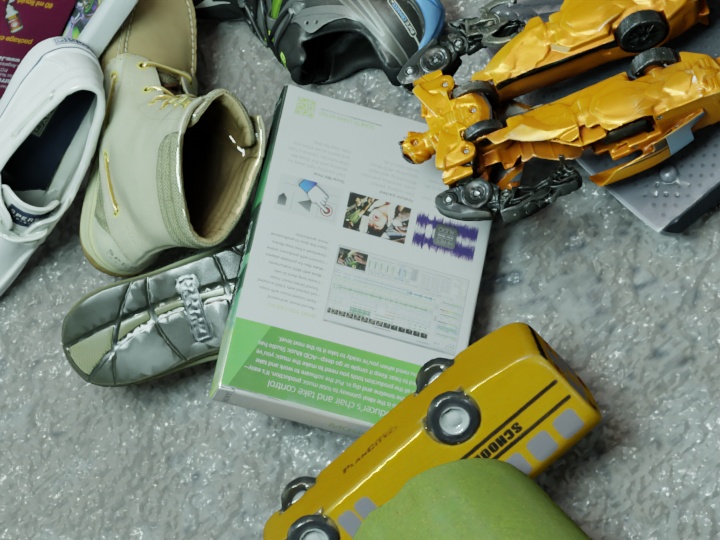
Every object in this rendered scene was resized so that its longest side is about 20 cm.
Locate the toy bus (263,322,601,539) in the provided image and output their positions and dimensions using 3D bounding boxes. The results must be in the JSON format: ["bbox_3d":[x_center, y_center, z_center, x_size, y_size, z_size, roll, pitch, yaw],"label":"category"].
[{"bbox_3d":[0.037,0.116,1.528,0.200,0.078,0.065,-42,17,8],"label":"toy bus"}]

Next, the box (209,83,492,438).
[{"bbox_3d":[0.000,0.000,1.599,0.144,0.036,0.201,15,67,-8],"label":"box"}]

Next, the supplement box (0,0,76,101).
[{"bbox_3d":[-0.269,-0.144,1.726,0.110,0.085,0.201,53,126,39],"label":"supplement box"}]

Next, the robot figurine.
[{"bbox_3d":[0.119,-0.101,1.576,0.199,0.058,0.146,-21,59,10],"label":"robot figurine"}]

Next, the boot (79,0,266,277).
[{"bbox_3d":[-0.113,-0.102,1.660,0.154,0.072,0.201,-14,67,61],"label":"boot"}]

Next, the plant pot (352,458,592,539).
[{"bbox_3d":[0.080,0.206,1.433,0.200,0.200,0.190,-36,46,2],"label":"plant pot"}]

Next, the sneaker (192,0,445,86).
[{"bbox_3d":[-0.044,-0.164,1.715,0.199,0.071,0.083,15,71,27],"label":"sneaker"}]

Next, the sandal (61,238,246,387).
[{"bbox_3d":[-0.085,0.022,1.643,0.200,0.057,0.080,-9,89,4],"label":"sandal"}]

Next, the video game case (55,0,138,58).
[{"bbox_3d":[-0.225,-0.181,1.763,0.200,0.023,0.182,-49,50,36],"label":"video game case"}]

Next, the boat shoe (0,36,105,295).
[{"bbox_3d":[-0.218,-0.051,1.686,0.201,0.073,0.065,-65,29,24],"label":"boat shoe"}]

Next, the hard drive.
[{"bbox_3d":[0.172,-0.118,1.623,0.135,0.042,0.200,-40,58,0],"label":"hard drive"}]
